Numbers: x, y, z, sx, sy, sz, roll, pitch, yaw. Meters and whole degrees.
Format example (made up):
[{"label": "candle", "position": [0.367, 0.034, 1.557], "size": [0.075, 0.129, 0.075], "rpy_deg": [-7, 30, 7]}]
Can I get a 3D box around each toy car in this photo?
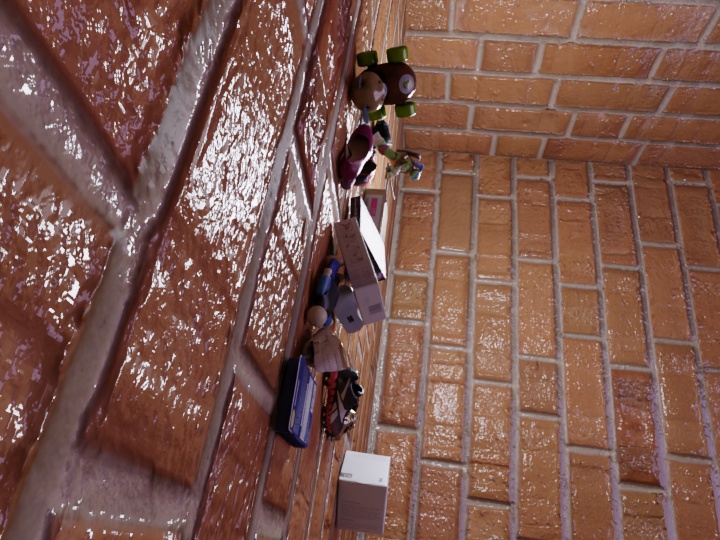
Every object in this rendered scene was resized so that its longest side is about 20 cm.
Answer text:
[{"label": "toy car", "position": [0.040, -0.433, 1.321], "size": [0.200, 0.157, 0.165], "rpy_deg": [-55, 139, -54]}]

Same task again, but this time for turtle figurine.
[{"label": "turtle figurine", "position": [0.081, -0.330, 1.752], "size": [0.200, 0.194, 0.144], "rpy_deg": [-40, -179, 41]}]

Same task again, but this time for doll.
[{"label": "doll", "position": [-0.067, 0.050, 1.104], "size": [0.200, 0.048, 0.137], "rpy_deg": [-74, 167, -62]}]

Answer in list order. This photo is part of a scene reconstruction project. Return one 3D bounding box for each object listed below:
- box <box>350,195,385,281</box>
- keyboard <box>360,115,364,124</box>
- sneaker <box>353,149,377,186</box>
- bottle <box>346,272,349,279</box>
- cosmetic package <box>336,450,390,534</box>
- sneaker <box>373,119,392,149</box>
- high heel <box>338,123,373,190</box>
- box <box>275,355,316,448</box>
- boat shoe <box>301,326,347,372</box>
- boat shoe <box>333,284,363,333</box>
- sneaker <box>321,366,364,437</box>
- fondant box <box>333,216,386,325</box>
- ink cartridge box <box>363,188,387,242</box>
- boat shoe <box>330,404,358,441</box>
[{"label": "box", "position": [0.021, -0.086, 1.502], "size": [0.143, 0.036, 0.200], "rpy_deg": [-90, 158, -43]}, {"label": "keyboard", "position": [0.007, -0.429, 1.592], "size": [0.056, 0.011, 0.201], "rpy_deg": [76, 19, -57]}, {"label": "sneaker", "position": [0.009, -0.251, 1.445], "size": [0.200, 0.073, 0.087], "rpy_deg": [-76, 170, -57]}, {"label": "bottle", "position": [0.000, 0.000, 1.602], "size": [0.200, 0.065, 0.084], "rpy_deg": [49, 41, -82]}, {"label": "cosmetic package", "position": [0.011, 0.760, 1.884], "size": [0.165, 0.164, 0.201], "rpy_deg": [-66, 162, -72]}, {"label": "sneaker", "position": [0.067, -0.467, 1.883], "size": [0.200, 0.073, 0.082], "rpy_deg": [-90, 171, -68]}, {"label": "high heel", "position": [-0.004, -0.291, 1.294], "size": [0.096, 0.067, 0.201], "rpy_deg": [106, -3, -62]}, {"label": "box", "position": [-0.109, 0.227, 0.938], "size": [0.200, 0.032, 0.122], "rpy_deg": [86, 11, -64]}, {"label": "boat shoe", "position": [-0.078, 0.150, 1.029], "size": [0.200, 0.069, 0.071], "rpy_deg": [176, -100, -77]}, {"label": "boat shoe", "position": [-0.038, 0.084, 1.377], "size": [0.200, 0.071, 0.070], "rpy_deg": [69, -6, -56]}, {"label": "sneaker", "position": [-0.042, 0.321, 1.341], "size": [0.071, 0.097, 0.202], "rpy_deg": [-71, 166, -73]}, {"label": "fondant box", "position": [-0.002, 0.000, 1.241], "size": [0.145, 0.058, 0.201], "rpy_deg": [75, -4, -52]}, {"label": "ink cartridge box", "position": [0.045, -0.150, 1.854], "size": [0.165, 0.075, 0.201], "rpy_deg": [80, 17, -62]}, {"label": "boat shoe", "position": [-0.043, 0.413, 1.541], "size": [0.200, 0.066, 0.074], "rpy_deg": [-66, 160, -72]}]
